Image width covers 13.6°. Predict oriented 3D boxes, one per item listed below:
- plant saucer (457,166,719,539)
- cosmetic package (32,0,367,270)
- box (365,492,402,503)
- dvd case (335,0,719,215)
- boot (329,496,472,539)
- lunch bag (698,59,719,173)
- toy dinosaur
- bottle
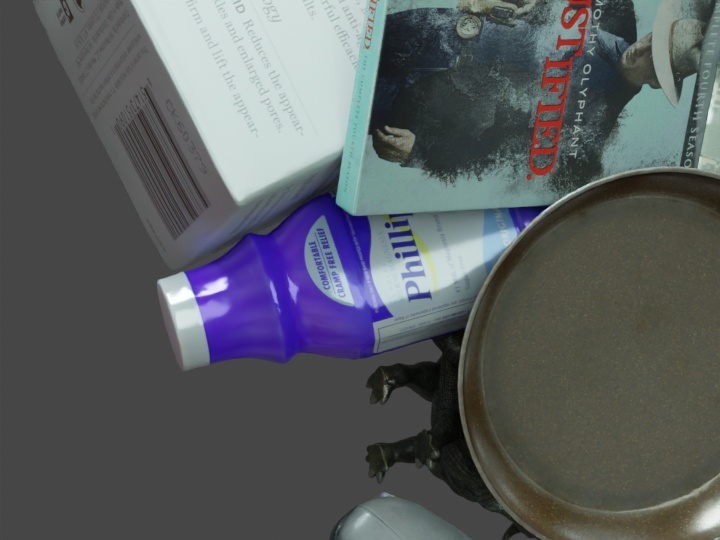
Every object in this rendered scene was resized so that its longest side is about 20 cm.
[{"bbox_3d":[0.139,0.044,1.485,0.199,0.032,0.201,-4,105,-14],"label":"plant saucer"},{"bbox_3d":[-0.031,-0.126,1.508,0.199,0.165,0.166,-27,87,-20],"label":"cosmetic package"},{"bbox_3d":[-0.016,0.210,1.511,0.039,0.041,0.201,27,74,-9],"label":"box"},{"bbox_3d":[0.087,-0.100,1.440,0.199,0.022,0.147,-4,114,-32],"label":"dvd case"},{"bbox_3d":[0.081,0.161,1.446,0.200,0.132,0.070,39,61,6],"label":"boot"},{"bbox_3d":[0.233,-0.046,1.595,0.163,0.118,0.201,22,66,-6],"label":"lunch bag"},{"bbox_3d":[0.059,0.064,1.554,0.102,0.077,0.201,5,62,-31],"label":"toy dinosaur"},{"bbox_3d":[0.000,0.000,1.496,0.199,0.065,0.084,-15,73,-9],"label":"bottle"}]
